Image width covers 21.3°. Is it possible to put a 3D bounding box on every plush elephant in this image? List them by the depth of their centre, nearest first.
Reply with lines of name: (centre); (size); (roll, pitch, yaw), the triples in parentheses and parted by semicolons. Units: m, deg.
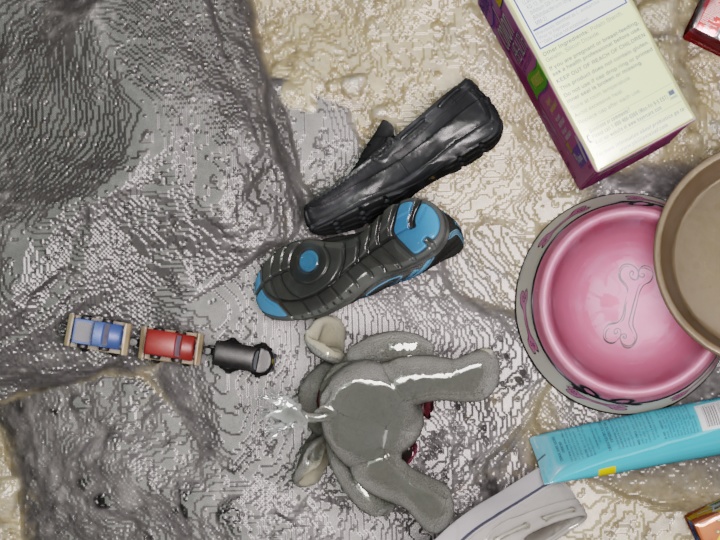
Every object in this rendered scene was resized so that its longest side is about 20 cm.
plush elephant: (0.005, 0.122, 1.673); (0.199, 0.155, 0.166); (10, 98, -5)

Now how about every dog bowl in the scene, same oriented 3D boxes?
dog bowl: (0.238, 0.029, 1.698); (0.199, 0.074, 0.201); (0, 88, 1)

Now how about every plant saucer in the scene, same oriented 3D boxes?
plant saucer: (0.350, -0.012, 1.630); (0.199, 0.029, 0.201); (-2, 77, 9)

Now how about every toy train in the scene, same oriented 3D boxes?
toy train: (-0.175, 0.068, 1.724); (0.199, 0.046, 0.034); (8, 88, 2)

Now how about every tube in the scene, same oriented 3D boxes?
tube: (0.253, 0.150, 1.697); (0.199, 0.077, 0.051); (-10, 111, -2)

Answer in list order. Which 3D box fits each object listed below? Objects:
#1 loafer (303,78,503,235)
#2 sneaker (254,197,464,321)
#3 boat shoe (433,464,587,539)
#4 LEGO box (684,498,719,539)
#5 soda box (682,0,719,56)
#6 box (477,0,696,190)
loafer: (0.032, -0.100, 1.716); (0.200, 0.068, 0.071); (-31, 76, -2)
sneaker: (0.000, 0.000, 1.707); (0.199, 0.082, 0.074); (-19, 72, 23)
boat shoe: (0.117, 0.242, 1.656); (0.200, 0.072, 0.066); (-27, 62, -39)
LEGO box: (0.409, 0.245, 1.682); (0.199, 0.077, 0.149); (-25, 88, 1)
soda box: (0.391, -0.195, 1.701); (0.199, 0.070, 0.064); (27, 90, 2)
box: (0.191, -0.184, 1.655); (0.096, 0.176, 0.201); (-27, 88, 0)
